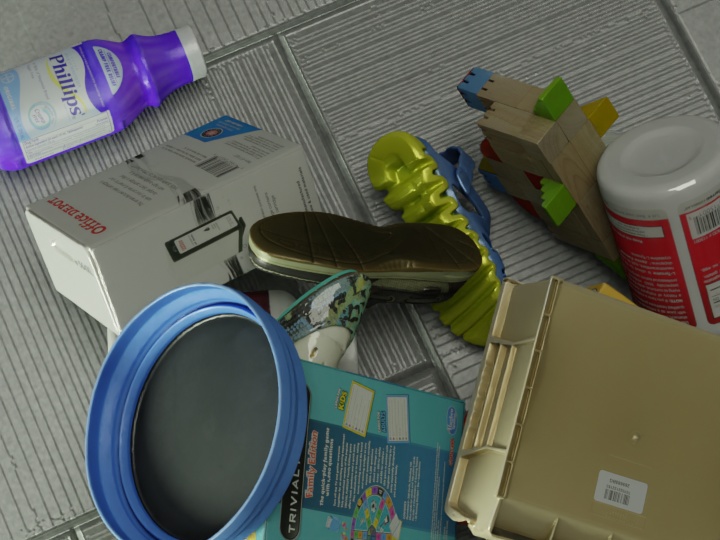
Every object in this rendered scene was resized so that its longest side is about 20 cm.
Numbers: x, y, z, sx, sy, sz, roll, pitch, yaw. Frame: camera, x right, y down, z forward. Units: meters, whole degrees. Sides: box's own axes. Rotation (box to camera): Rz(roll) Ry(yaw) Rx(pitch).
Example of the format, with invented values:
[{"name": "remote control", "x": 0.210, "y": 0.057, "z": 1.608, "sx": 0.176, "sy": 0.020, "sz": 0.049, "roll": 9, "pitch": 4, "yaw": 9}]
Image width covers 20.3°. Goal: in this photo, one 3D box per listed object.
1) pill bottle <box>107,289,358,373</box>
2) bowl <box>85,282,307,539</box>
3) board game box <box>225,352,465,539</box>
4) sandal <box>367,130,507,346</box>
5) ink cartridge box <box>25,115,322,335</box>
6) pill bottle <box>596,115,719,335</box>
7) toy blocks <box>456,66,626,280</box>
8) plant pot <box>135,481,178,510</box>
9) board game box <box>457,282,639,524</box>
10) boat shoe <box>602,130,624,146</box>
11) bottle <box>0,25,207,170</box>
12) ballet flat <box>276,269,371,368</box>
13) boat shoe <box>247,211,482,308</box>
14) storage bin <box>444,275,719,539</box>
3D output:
[{"name": "pill bottle", "x": -0.104, "y": 0.073, "z": 1.645, "sx": 0.199, "sy": 0.110, "sz": 0.110, "roll": -4, "pitch": 73, "yaw": -4}, {"name": "bowl", "x": -0.119, "y": 0.110, "z": 1.452, "sx": 0.200, "sy": 0.039, "sz": 0.202, "roll": -15, "pitch": 67, "yaw": 38}, {"name": "board game box", "x": -0.009, "y": 0.156, "z": 1.507, "sx": 0.199, "sy": 0.047, "sz": 0.152, "roll": 17, "pitch": 71, "yaw": -41}, {"name": "sandal", "x": 0.086, "y": -0.033, "z": 1.706, "sx": 0.087, "sy": 0.079, "sz": 0.201, "roll": -19, "pitch": 84, "yaw": -50}, {"name": "ink cartridge box", "x": -0.151, "y": -0.041, "z": 1.636, "sx": 0.199, "sy": 0.146, "sz": 0.085, "roll": -27, "pitch": 117, "yaw": -21}, {"name": "pill bottle", "x": 0.268, "y": -0.016, "z": 1.636, "sx": 0.112, "sy": 0.201, "sz": 0.113, "roll": -15, "pitch": 33, "yaw": 10}, {"name": "toy blocks", "x": 0.151, "y": -0.091, "z": 1.680, "sx": 0.100, "sy": 0.200, "sz": 0.136, "roll": -49, "pitch": 39, "yaw": -14}, {"name": "plant pot", "x": -0.076, "y": 0.245, "z": 1.570, "sx": 0.186, "sy": 0.187, "sz": 0.201, "roll": -20, "pitch": 87, "yaw": -8}, {"name": "board game box", "x": 0.134, "y": 0.110, "z": 1.617, "sx": 0.040, "sy": 0.153, "sz": 0.201, "roll": 35, "pitch": 73, "yaw": -10}, {"name": "boat shoe", "x": 0.276, "y": -0.069, "z": 1.715, "sx": 0.201, "sy": 0.086, "sz": 0.075, "roll": 31, "pitch": 74, "yaw": 7}, {"name": "bottle", "x": -0.232, "y": -0.155, "z": 1.734, "sx": 0.199, "sy": 0.065, "sz": 0.084, "roll": -21, "pitch": 73, "yaw": -8}, {"name": "ballet flat", "x": -0.062, "y": 0.082, "z": 1.555, "sx": 0.200, "sy": 0.074, "sz": 0.074, "roll": -38, "pitch": 77, "yaw": 9}, {"name": "boat shoe", "x": 0.000, "y": -0.001, "z": 1.612, "sx": 0.200, "sy": 0.066, "sz": 0.072, "roll": 2, "pitch": 40, "yaw": -25}, {"name": "storage bin", "x": 0.188, "y": 0.126, "z": 1.505, "sx": 0.199, "sy": 0.094, "sz": 0.200, "roll": 19, "pitch": 79, "yaw": -17}]
